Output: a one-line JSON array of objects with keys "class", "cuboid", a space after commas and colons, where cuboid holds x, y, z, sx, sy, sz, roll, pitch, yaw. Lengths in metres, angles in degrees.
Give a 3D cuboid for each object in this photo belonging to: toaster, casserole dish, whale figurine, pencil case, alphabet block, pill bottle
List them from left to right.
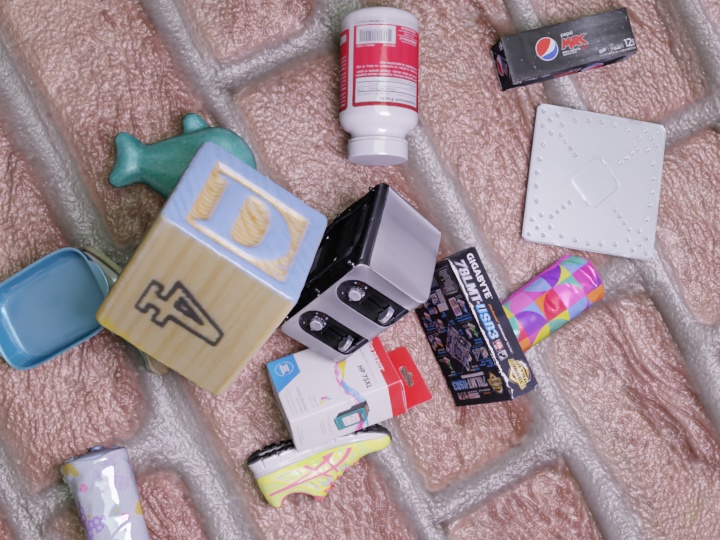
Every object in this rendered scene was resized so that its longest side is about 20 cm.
[{"class": "casserole dish", "cuboid": [-0.406, 0.049, 1.519, 0.199, 0.039, 0.122, -28, 89, 18]}, {"class": "pencil case", "cuboid": [-0.327, 0.331, 1.515, 0.090, 0.083, 0.202, -16, 88, -12]}, {"class": "whale figurine", "cuboid": [-0.238, -0.138, 1.557, 0.198, 0.104, 0.161, 10, 84, -9]}, {"class": "alphabet block", "cuboid": [-0.186, -0.003, 1.463, 0.195, 0.196, 0.200, 34, 126, -9]}, {"class": "toaster", "cuboid": [0.000, 0.000, 1.518, 0.118, 0.180, 0.201, 37, 40, -20]}, {"class": "pill bottle", "cuboid": [0.025, -0.252, 1.603, 0.111, 0.112, 0.203, 2, 85, -8]}, {"class": "pencil case", "cuboid": [0.246, 0.055, 1.625, 0.199, 0.088, 0.089, -32, 90, -11]}]

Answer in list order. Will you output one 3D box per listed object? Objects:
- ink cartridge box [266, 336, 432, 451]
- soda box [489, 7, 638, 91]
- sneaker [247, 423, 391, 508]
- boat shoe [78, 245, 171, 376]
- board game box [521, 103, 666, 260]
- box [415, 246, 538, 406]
[{"class": "ink cartridge box", "cuboid": [-0.014, 0.151, 1.555, 0.198, 0.068, 0.117, -20, 43, -9]}, {"class": "soda box", "cuboid": [0.294, -0.320, 1.673, 0.198, 0.063, 0.072, -15, 87, -10]}, {"class": "sneaker", "cuboid": [-0.049, 0.265, 1.573, 0.198, 0.078, 0.091, -16, 96, -4]}, {"class": "boat shoe", "cuboid": [-0.312, 0.055, 1.545, 0.200, 0.075, 0.068, 45, 77, -2]}, {"class": "board game box", "cuboid": [0.338, -0.127, 1.682, 0.197, 0.026, 0.203, 9, 84, -7]}, {"class": "box", "cuboid": [0.141, 0.080, 1.546, 0.049, 0.200, 0.200, -25, 89, -18]}]
